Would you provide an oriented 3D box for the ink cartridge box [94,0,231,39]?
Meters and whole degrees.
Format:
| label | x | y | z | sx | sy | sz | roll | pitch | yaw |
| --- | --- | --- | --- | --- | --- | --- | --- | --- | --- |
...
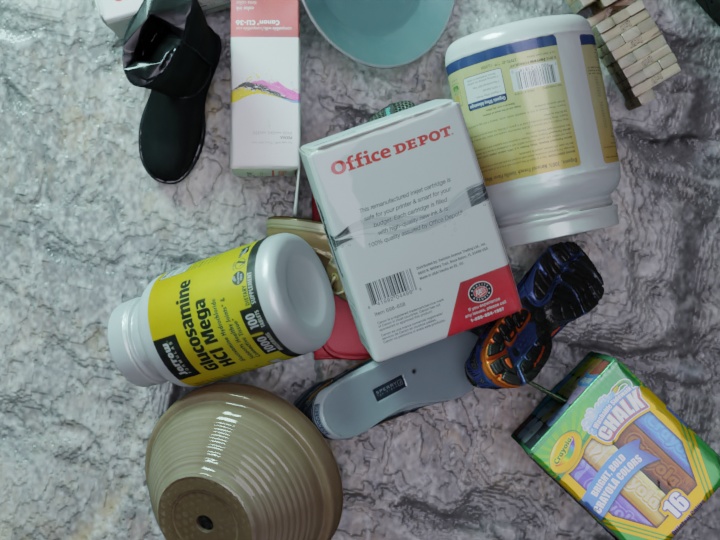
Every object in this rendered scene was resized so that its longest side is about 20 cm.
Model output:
| label | x | y | z | sx | sy | sz | roll | pitch | yaw |
| --- | --- | --- | --- | --- | --- | --- | --- | --- | --- |
| ink cartridge box | -0.165 | -0.324 | 1.330 | 0.199 | 0.083 | 0.147 | -16 | 88 | -1 |

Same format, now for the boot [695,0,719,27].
| label | x | y | z | sx | sy | sz | roll | pitch | yaw |
| --- | --- | --- | --- | --- | --- | --- | --- | --- | --- |
| boot | 0.438 | -0.268 | 1.356 | 0.204 | 0.073 | 0.154 | 44 | 87 | -1 |

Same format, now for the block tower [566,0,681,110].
| label | x | y | z | sx | sy | sz | roll | pitch | yaw |
| --- | --- | --- | --- | --- | --- | --- | --- | --- | --- |
| block tower | 0.242 | -0.258 | 1.359 | 0.058 | 0.054 | 0.201 | -29 | 92 | -1 |

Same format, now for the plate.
| label | x | y | z | sx | sy | sz | roll | pitch | yaw |
| --- | --- | --- | --- | --- | --- | --- | --- | --- | --- |
| plate | 0.011 | -0.293 | 1.329 | 0.199 | 0.026 | 0.201 | 0 | 90 | -37 |

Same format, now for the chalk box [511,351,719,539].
| label | x | y | z | sx | sy | sz | roll | pitch | yaw |
| --- | --- | --- | --- | --- | --- | --- | --- | --- | --- |
| chalk box | 0.231 | 0.159 | 1.327 | 0.200 | 0.125 | 0.124 | 44 | 90 | -2 |

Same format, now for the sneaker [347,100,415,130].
| label | x | y | z | sx | sy | sz | roll | pitch | yaw |
| --- | --- | --- | --- | --- | --- | --- | --- | --- | --- |
| sneaker | 0.076 | -0.084 | 1.348 | 0.200 | 0.078 | 0.091 | 49 | 63 | -14 |

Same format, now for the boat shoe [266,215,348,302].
| label | x | y | z | sx | sy | sz | roll | pitch | yaw |
| --- | --- | --- | --- | --- | --- | --- | --- | --- | --- |
| boat shoe | 0.000 | 0.000 | 1.327 | 0.199 | 0.074 | 0.067 | 17 | 87 | -2 |

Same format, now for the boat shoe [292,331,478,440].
| label | x | y | z | sx | sy | sz | roll | pitch | yaw |
| --- | --- | --- | --- | --- | --- | --- | --- | --- | --- |
| boat shoe | 0.025 | 0.109 | 1.353 | 0.200 | 0.091 | 0.071 | -19 | 92 | -28 |

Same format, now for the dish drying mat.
| label | x | y | z | sx | sy | sz | roll | pitch | yaw |
| --- | --- | --- | --- | --- | --- | --- | --- | --- | --- |
| dish drying mat | -0.010 | -0.012 | 1.371 | 0.076 | 0.018 | 0.201 | 0 | 90 | -3 |

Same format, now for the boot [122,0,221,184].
| label | x | y | z | sx | sy | sz | roll | pitch | yaw |
| --- | --- | --- | --- | --- | --- | --- | --- | --- | --- |
| boot | -0.177 | -0.167 | 1.274 | 0.065 | 0.200 | 0.166 | 11 | 90 | -2 |

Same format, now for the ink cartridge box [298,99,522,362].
| label | x | y | z | sx | sy | sz | roll | pitch | yaw |
| --- | --- | --- | --- | --- | --- | --- | --- | --- | --- |
| ink cartridge box | 0.043 | -0.040 | 1.253 | 0.144 | 0.084 | 0.201 | -19 | 103 | -6 |

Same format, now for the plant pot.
| label | x | y | z | sx | sy | sz | roll | pitch | yaw |
| --- | --- | --- | --- | --- | --- | --- | --- | --- | --- |
| plant pot | -0.124 | 0.213 | 1.290 | 0.200 | 0.093 | 0.202 | 8 | 112 | 20 |

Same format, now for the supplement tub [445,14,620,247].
| label | x | y | z | sx | sy | sz | roll | pitch | yaw |
| --- | --- | --- | --- | --- | --- | --- | --- | --- | --- |
| supplement tub | 0.166 | -0.129 | 1.312 | 0.144 | 0.144 | 0.201 | -11 | 90 | -1 |

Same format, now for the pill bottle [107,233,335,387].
| label | x | y | z | sx | sy | sz | roll | pitch | yaw |
| --- | --- | --- | --- | --- | --- | --- | --- | --- | --- |
| pill bottle | -0.133 | 0.045 | 1.294 | 0.199 | 0.112 | 0.113 | -19 | 91 | 27 |

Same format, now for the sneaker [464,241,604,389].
| label | x | y | z | sx | sy | sz | roll | pitch | yaw |
| --- | --- | --- | --- | --- | --- | --- | --- | --- | --- |
| sneaker | 0.161 | 0.042 | 1.327 | 0.075 | 0.078 | 0.200 | 52 | 54 | -5 |

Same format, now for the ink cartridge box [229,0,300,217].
| label | x | y | z | sx | sy | sz | roll | pitch | yaw |
| --- | --- | --- | --- | --- | --- | --- | --- | --- | --- |
| ink cartridge box | -0.090 | -0.151 | 1.319 | 0.067 | 0.116 | 0.201 | 0 | 90 | -3 |
